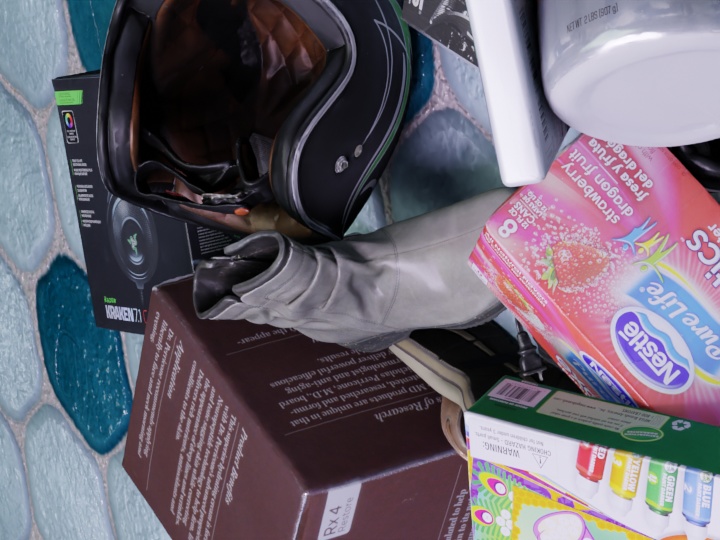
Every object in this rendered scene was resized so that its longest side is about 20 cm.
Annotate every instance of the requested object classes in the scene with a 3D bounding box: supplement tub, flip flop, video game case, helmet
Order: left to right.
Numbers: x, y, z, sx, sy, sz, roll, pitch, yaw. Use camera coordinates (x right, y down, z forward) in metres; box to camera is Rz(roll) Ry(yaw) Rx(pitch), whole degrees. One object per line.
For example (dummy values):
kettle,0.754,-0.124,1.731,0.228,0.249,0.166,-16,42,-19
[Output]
helmet,-0.060,-0.122,1.443,0.200,0.199,0.191,1,76,59
flip flop,0.075,0.083,1.416,0.200,0.081,0.058,40,129,51
video game case,0.068,-0.157,1.105,0.182,0.023,0.201,-56,-45,-69
supplement tub,0.135,-0.168,1.079,0.123,0.122,0.201,138,134,-57

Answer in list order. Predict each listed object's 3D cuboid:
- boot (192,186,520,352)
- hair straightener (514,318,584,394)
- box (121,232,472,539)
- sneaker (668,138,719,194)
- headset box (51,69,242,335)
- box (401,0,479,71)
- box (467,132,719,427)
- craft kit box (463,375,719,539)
boot,0.000,0.000,1.371,0.200,0.130,0.068,-28,61,46
hair straightener,0.115,0.029,1.378,0.200,0.041,0.077,31,128,45
box,-0.029,0.112,1.519,0.200,0.164,0.166,51,141,36
sneaker,0.177,-0.073,1.173,0.200,0.087,0.076,-12,94,62
headset box,-0.127,-0.061,1.682,0.174,0.093,0.201,6,107,58
box,0.099,-0.197,1.264,0.158,0.048,0.201,40,128,46
box,0.153,0.029,1.161,0.200,0.095,0.100,48,171,6
craft kit box,0.147,0.163,1.121,0.199,0.048,0.198,12,123,32
